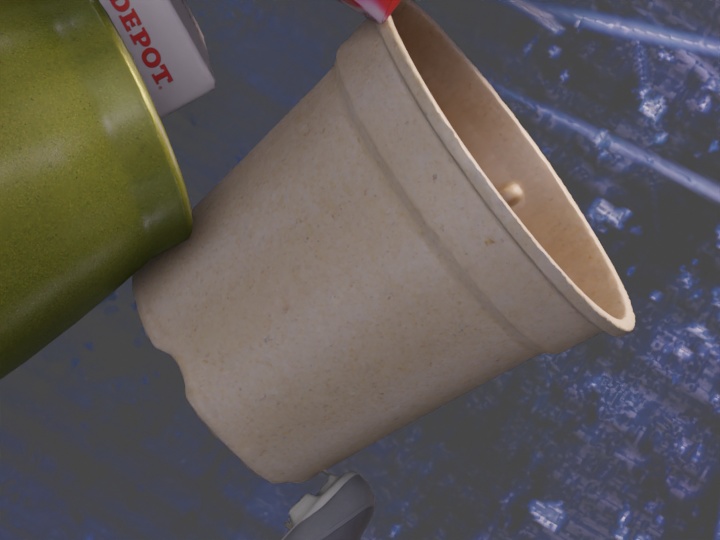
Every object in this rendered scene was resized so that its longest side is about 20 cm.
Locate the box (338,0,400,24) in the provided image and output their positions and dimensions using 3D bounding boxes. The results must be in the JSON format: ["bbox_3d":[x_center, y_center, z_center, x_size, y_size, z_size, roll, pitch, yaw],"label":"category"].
[{"bbox_3d":[-0.025,-0.196,1.321,0.100,0.200,0.096,37,92,-22],"label":"box"}]

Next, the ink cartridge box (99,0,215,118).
[{"bbox_3d":[-0.191,-0.115,1.370,0.199,0.084,0.147,-28,115,3],"label":"ink cartridge box"}]

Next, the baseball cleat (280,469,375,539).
[{"bbox_3d":[-0.034,0.200,1.364,0.106,0.070,0.201,35,89,13],"label":"baseball cleat"}]

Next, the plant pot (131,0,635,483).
[{"bbox_3d":[0.000,0.000,1.334,0.183,0.200,0.201,-37,84,12],"label":"plant pot"}]

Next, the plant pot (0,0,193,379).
[{"bbox_3d":[-0.186,-0.035,1.269,0.192,0.200,0.201,-25,84,-10],"label":"plant pot"}]
